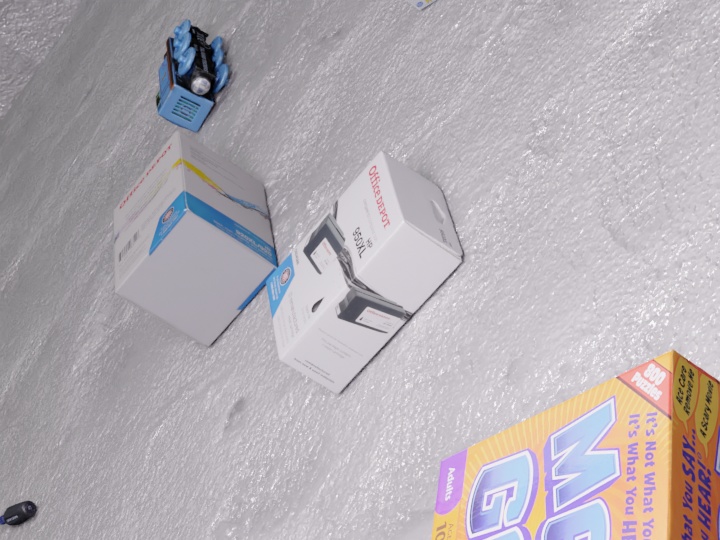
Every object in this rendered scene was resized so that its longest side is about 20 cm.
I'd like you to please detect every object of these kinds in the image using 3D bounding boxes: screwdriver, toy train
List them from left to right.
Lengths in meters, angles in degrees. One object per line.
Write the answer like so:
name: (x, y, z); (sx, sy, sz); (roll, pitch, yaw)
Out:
screwdriver: (-0.510, 0.352, 2.113); (0.199, 0.029, 0.028); (-24, 42, 42)
toy train: (-0.262, -0.301, 2.313); (0.115, 0.086, 0.201); (-54, 26, 22)

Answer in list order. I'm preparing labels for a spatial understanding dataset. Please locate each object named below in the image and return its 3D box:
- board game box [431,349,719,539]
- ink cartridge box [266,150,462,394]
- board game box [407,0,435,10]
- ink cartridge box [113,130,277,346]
board game box: (0.174, 0.208, 0.898); (0.199, 0.199, 0.201); (-32, 36, 42)
ink cartridge box: (0.000, 0.000, 1.541); (0.200, 0.084, 0.145); (-48, 29, 20)
board game box: (0.135, -0.404, 1.784); (0.199, 0.034, 0.135); (-23, 43, 50)
ink cartridge box: (-0.207, -0.042, 1.875); (0.147, 0.144, 0.201); (-47, 29, 21)
